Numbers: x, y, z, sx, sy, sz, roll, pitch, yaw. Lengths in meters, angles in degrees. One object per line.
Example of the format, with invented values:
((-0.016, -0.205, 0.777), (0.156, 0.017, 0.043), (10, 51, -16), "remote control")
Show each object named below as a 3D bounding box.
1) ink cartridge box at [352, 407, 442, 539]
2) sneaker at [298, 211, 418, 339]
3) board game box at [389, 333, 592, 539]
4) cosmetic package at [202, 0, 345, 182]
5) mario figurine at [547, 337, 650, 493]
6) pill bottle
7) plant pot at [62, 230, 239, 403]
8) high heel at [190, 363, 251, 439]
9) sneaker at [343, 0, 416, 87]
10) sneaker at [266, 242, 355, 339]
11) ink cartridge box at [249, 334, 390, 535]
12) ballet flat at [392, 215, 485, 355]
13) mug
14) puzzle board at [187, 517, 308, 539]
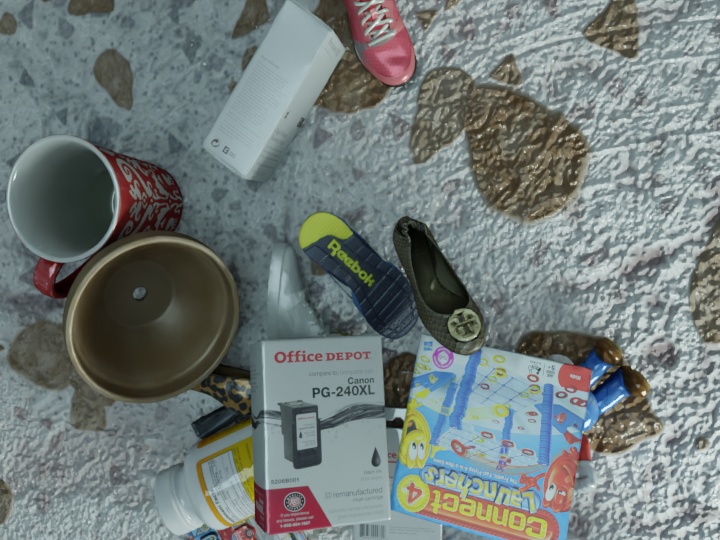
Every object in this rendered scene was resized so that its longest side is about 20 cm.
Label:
((0.049, 0.267, 0.839), (0.113, 0.068, 0.206), (1, 94, 7), "ink cartridge box")
((0.000, 0.000, 0.830), (0.074, 0.082, 0.201), (-41, 108, 0), "sneaker")
((0.145, 0.190, 0.745), (0.195, 0.056, 0.201), (9, 82, 16), "board game box")
((-0.103, -0.214, 0.811), (0.073, 0.102, 0.202), (35, 99, 3), "cosmetic package")
((0.251, 0.180, 0.783), (0.200, 0.106, 0.124), (-45, 53, 1), "mario figurine")
((-0.154, 0.255, 0.838), (0.196, 0.111, 0.113), (-25, 91, 4), "pill bottle")
((-0.248, 0.043, 0.776), (0.197, 0.092, 0.206), (-15, 119, -28), "plant pot")
((-0.205, 0.107, 0.847), (0.141, 0.071, 0.202), (-32, 96, 26), "high heel")
((0.007, -0.318, 0.794), (0.072, 0.087, 0.204), (-22, 91, 10), "sneaker")
((-0.059, 0.065, 0.843), (0.112, 0.074, 0.206), (1, 104, 6), "sneaker")
((-0.048, 0.176, 0.747), (0.141, 0.083, 0.206), (-1, 81, -16), "ink cartridge box")
((0.088, 0.009, 0.774), (0.066, 0.047, 0.203), (-15, 53, -11), "ballet flat")
((-0.320, -0.071, 0.801), (0.176, 0.200, 0.135), (-36, 89, 9), "mug")
((-0.148, 0.379, 0.902), (0.149, 0.017, 0.203), (-29, 90, 9), "puzzle board")
